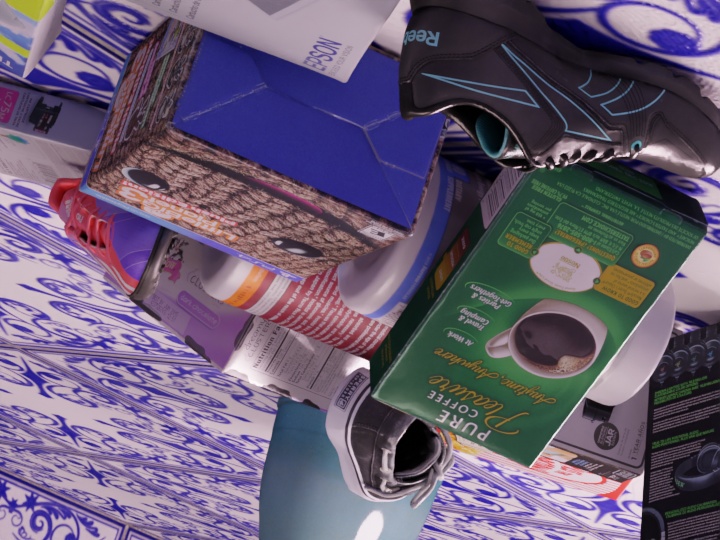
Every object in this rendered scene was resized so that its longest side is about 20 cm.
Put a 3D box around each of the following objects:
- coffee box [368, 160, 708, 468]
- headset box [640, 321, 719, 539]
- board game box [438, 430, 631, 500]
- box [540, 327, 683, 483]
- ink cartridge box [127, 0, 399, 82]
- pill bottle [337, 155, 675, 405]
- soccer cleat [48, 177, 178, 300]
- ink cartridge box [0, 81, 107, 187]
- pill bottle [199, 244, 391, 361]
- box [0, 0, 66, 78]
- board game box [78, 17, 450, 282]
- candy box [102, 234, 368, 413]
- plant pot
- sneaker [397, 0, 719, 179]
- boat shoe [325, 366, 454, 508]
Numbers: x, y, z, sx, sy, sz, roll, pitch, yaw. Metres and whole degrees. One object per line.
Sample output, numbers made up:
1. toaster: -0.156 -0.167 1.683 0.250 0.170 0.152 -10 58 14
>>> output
1. coffee box: 0.104 0.018 1.300 0.123 0.200 0.044 23 -152 -18
2. headset box: 0.288 0.148 1.515 0.174 0.201 0.093 27 147 -35
3. board game box: 0.154 0.147 1.954 0.199 0.046 0.152 17 165 5
4. box: 0.123 0.069 1.574 0.199 0.117 0.060 18 168 -4
5. ink cartridge box: -0.076 -0.170 1.088 0.199 0.041 0.200 20 166 -6
6. pill bottle: 0.096 0.008 1.388 0.200 0.114 0.114 23 165 -19
7. soccer cleat: -0.169 -0.028 1.453 0.073 0.068 0.200 24 -178 -16
8. ink cartridge box: -0.182 -0.082 1.544 0.199 0.042 0.119 17 166 13
9. pill bottle: 0.000 0.000 1.473 0.200 0.113 0.113 23 165 -17
10. box: -0.219 -0.176 1.190 0.122 0.048 0.200 34 164 -5
11. board game box: -0.060 -0.078 1.292 0.159 0.097 0.200 23 165 -16
12. candy box: -0.069 0.037 1.628 0.200 0.072 0.168 24 -172 -46
13. plant pot: -0.022 0.255 2.282 0.199 0.188 0.200 17 165 5
14. sneaker: 0.103 -0.082 1.121 0.200 0.079 0.075 23 165 -21
15. boat shoe: 0.031 0.128 1.527 0.068 0.074 0.199 30 162 21
